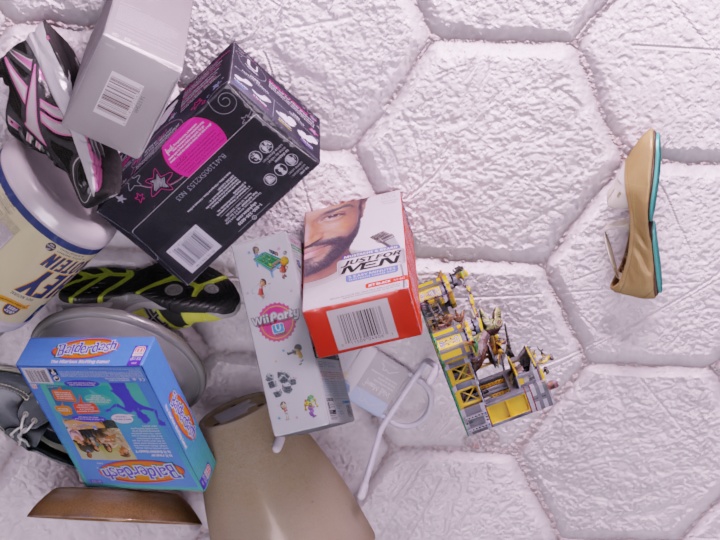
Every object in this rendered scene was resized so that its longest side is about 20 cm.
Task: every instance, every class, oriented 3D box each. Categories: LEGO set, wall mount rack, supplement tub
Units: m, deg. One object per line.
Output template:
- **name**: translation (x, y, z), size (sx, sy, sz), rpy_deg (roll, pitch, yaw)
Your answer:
- **LEGO set**: translation (0.138, 0.076, 1.655), size (0.115, 0.200, 0.154), rpy_deg (-20, 104, 1)
- **wall mount rack**: translation (-0.009, 0.147, 1.731), size (0.200, 0.075, 0.174), rpy_deg (32, 93, -17)
- **supplement tub**: translation (-0.365, -0.028, 1.605), size (0.145, 0.145, 0.200), rpy_deg (41, 111, -21)

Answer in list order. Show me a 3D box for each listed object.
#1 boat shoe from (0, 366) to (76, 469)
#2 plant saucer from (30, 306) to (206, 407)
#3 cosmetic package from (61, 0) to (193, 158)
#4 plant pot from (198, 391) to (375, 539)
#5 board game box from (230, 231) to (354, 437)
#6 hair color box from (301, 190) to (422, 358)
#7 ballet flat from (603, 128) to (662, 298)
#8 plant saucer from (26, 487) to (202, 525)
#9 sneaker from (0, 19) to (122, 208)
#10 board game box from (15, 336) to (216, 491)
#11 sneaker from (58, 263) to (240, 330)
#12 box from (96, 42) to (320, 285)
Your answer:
- **boat shoe**: translation (-0.365, 0.172, 1.760), size (0.199, 0.062, 0.073), rpy_deg (28, 114, -16)
- **plant saucer**: translation (-0.271, 0.118, 1.698), size (0.199, 0.050, 0.201), rpy_deg (7, 141, 6)
- **cosmetic package**: translation (-0.219, -0.205, 1.482), size (0.090, 0.200, 0.107), rpy_deg (24, 118, -12)
- **plant pot**: translation (-0.106, 0.247, 1.758), size (0.187, 0.187, 0.201), rpy_deg (-20, 102, 9)
- **board game box**: translation (-0.069, 0.069, 1.617), size (0.064, 0.148, 0.201), rpy_deg (-14, 83, 7)
- **hair color box**: translation (0.000, 0.000, 1.597), size (0.110, 0.200, 0.064), rpy_deg (-14, 119, 6)
- **ballet flat**: translation (0.290, -0.056, 1.654), size (0.063, 0.069, 0.201), rpy_deg (1, 118, 14)
- **plant saucer**: translation (-0.279, 0.270, 1.772), size (0.199, 0.200, 0.036), rpy_deg (3, 79, -3)
- **sneaker**: translation (-0.305, -0.143, 1.539), size (0.086, 0.201, 0.080), rpy_deg (-28, 158, 10)
- **board game box**: translation (-0.257, 0.154, 1.650), size (0.151, 0.045, 0.200), rpy_deg (-1, 133, 20)
- **sneaker**: translation (-0.226, 0.039, 1.694), size (0.199, 0.076, 0.077), rpy_deg (1, 127, 10)
- **box**: translation (-0.152, -0.109, 1.584), size (0.200, 0.115, 0.132), rpy_deg (-41, 113, 20)
